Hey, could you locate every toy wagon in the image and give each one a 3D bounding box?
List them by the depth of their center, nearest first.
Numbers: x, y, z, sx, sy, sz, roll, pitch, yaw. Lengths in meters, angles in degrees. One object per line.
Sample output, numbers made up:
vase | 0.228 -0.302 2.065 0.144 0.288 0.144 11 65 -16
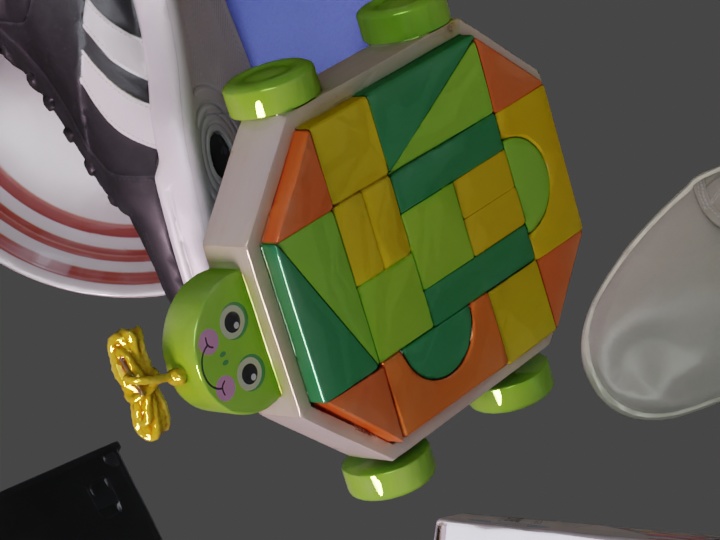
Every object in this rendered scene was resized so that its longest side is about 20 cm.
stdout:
toy wagon | 0.000 0.000 0.825 0.040 0.200 0.155 2 116 45

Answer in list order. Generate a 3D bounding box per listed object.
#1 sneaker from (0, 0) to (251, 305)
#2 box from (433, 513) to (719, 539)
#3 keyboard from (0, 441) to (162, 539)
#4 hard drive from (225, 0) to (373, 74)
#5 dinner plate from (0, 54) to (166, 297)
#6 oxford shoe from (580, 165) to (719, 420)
sneaker | -0.102 -0.071 0.850 0.112 0.073 0.200 -14 90 22
box | 0.127 0.110 0.814 0.200 0.156 0.041 4 85 6
keyboard | -0.154 0.106 0.840 0.021 0.200 0.127 -31 84 44
hard drive | -0.060 -0.146 0.886 0.200 0.025 0.132 36 91 6
dinner plate | -0.084 -0.089 0.910 0.200 0.024 0.200 0 88 4
oxford shoe | 0.163 -0.018 0.867 0.200 0.058 0.075 -34 87 5
